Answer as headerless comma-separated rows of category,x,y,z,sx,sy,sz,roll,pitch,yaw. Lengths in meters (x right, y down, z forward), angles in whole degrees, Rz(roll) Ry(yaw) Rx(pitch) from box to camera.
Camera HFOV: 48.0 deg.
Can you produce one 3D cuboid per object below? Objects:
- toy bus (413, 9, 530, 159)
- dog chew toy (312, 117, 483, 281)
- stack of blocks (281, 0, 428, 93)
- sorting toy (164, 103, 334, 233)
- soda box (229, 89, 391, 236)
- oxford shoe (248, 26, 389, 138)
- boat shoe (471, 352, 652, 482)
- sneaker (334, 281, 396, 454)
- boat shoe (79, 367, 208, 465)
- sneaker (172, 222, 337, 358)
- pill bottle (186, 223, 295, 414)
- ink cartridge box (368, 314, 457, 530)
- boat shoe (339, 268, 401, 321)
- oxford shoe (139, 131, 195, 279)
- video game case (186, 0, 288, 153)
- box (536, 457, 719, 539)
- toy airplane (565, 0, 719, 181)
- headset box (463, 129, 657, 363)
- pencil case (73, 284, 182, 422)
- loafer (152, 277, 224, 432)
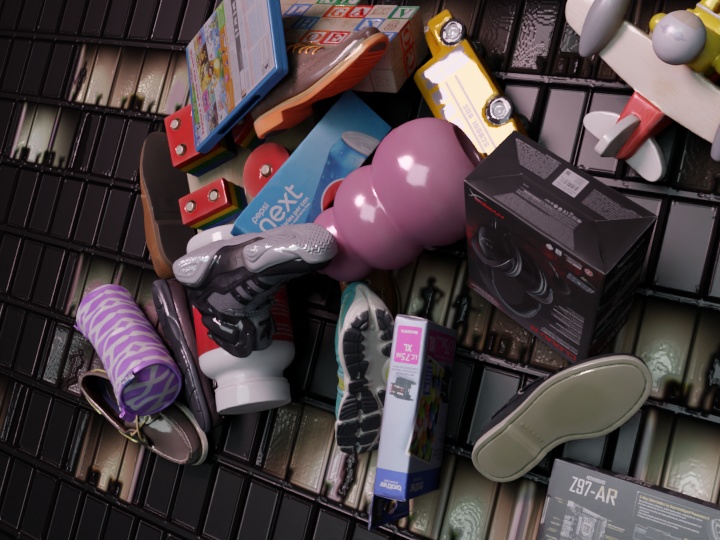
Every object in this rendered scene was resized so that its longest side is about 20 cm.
toy bus,0.121,-0.177,0.867,0.078,0.065,0.202,-34,67,20
dog chew toy,0.031,-0.059,0.801,0.199,0.124,0.126,-35,67,21
stack of blocks,-0.025,-0.265,0.931,0.198,0.059,0.116,11,49,29
sorting toy,-0.145,-0.143,0.998,0.197,0.069,0.203,-22,71,23
soda box,-0.055,-0.100,0.895,0.068,0.064,0.201,40,77,-6
oxford shoe,-0.056,-0.213,0.860,0.199,0.071,0.074,-25,91,36
boat shoe,0.187,0.126,0.759,0.074,0.066,0.200,39,124,-3
sneaker,0.006,0.105,0.845,0.080,0.076,0.203,-117,26,-58
boat shoe,-0.271,0.181,1.006,0.199,0.059,0.073,33,107,29
sneaker,-0.095,0.022,0.812,0.198,0.075,0.115,-8,107,34
pill bottle,-0.135,0.057,0.932,0.111,0.112,0.203,-17,73,24
ink cartridge box,0.056,0.153,0.808,0.041,0.119,0.203,7,84,22
boat shoe,0.000,0.000,0.895,0.071,0.068,0.203,-9,78,24
oxford shoe,-0.261,-0.085,1.054,0.071,0.071,0.203,-32,60,46
video game case,-0.145,-0.240,0.917,0.199,0.018,0.145,-28,65,49
box,0.255,0.275,0.723,0.198,0.043,0.163,12,86,29
toy airplane,0.284,-0.183,0.737,0.197,0.141,0.202,-2,80,27
headset box,0.175,-0.008,0.744,0.077,0.201,0.148,-42,62,-18
pencil case,-0.289,0.098,0.998,0.086,0.084,0.200,-49,44,3
loafer,-0.197,0.094,0.986,0.202,0.062,0.072,65,152,20
